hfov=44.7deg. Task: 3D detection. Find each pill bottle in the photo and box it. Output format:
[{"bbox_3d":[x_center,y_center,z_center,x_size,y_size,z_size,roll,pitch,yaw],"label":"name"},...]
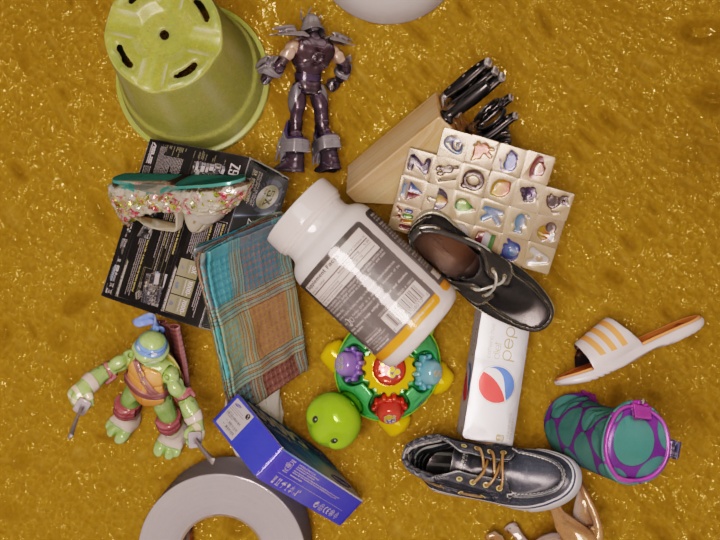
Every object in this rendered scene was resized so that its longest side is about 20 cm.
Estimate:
[{"bbox_3d":[0.000,0.000,0.966,0.200,0.116,0.116,43,87,1],"label":"pill bottle"}]

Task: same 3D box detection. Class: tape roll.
[{"bbox_3d":[-0.158,0.327,1.038,0.198,0.066,0.203,1,97,4],"label":"tape roll"}]

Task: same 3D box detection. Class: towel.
[{"bbox_3d":[-0.116,0.047,0.994,0.022,0.146,0.202,3,111,35],"label":"towel"}]

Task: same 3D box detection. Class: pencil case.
[{"bbox_3d":[0.278,0.186,1.001,0.084,0.200,0.093,23,83,-5],"label":"pencil case"}]

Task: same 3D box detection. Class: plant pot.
[{"bbox_3d":[-0.216,-0.253,1.039,0.198,0.184,0.203,0,85,0],"label":"plant pot"}]

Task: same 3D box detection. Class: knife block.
[{"bbox_3d":[0.083,-0.167,1.046,0.198,0.064,0.177,2,127,0],"label":"knife block"}]

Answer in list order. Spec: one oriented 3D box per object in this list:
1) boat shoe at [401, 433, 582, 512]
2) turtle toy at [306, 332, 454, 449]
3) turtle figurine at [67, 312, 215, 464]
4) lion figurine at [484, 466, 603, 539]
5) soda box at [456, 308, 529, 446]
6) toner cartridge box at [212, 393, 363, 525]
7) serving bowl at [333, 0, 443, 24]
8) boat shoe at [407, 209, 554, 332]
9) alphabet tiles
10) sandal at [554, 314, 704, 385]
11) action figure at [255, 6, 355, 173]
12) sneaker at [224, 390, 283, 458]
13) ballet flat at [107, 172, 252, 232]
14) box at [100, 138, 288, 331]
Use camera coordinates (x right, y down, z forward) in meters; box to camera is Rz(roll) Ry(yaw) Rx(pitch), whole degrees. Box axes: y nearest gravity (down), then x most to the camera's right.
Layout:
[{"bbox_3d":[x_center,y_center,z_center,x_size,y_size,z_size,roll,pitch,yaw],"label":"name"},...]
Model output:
[{"bbox_3d":[0.147,0.232,1.006,0.199,0.091,0.071,-6,63,32],"label":"boat shoe"},{"bbox_3d":[0.017,0.133,1.053,0.200,0.101,0.146,-44,87,-3],"label":"turtle toy"},{"bbox_3d":[-0.253,0.170,0.991,0.143,0.195,0.201,-9,59,-17],"label":"turtle figurine"},{"bbox_3d":[0.226,0.332,1.026,0.123,0.072,0.201,55,129,29],"label":"lion figurine"},{"bbox_3d":[0.166,0.108,1.072,0.063,0.068,0.202,9,85,1],"label":"soda box"},{"bbox_3d":[-0.078,0.217,0.990,0.043,0.200,0.095,-45,51,-3],"label":"toner cartridge box"},{"bbox_3d":[0.036,-0.422,1.112,0.198,0.066,0.202,0,85,0],"label":"serving bowl"},{"bbox_3d":[0.138,0.010,1.007,0.199,0.068,0.072,37,104,-3],"label":"boat shoe"},{"bbox_3d":[0.139,-0.069,1.023,0.198,0.006,0.168,16,106,5],"label":"alphabet tiles"},{"bbox_3d":[0.321,0.082,1.077,0.205,0.079,0.060,-23,85,-11],"label":"sandal"},{"bbox_3d":[-0.067,-0.223,1.082,0.129,0.069,0.202,-1,97,-24],"label":"action figure"},{"bbox_3d":[-0.131,0.141,1.064,0.076,0.081,0.202,1,87,-2],"label":"sneaker"},{"bbox_3d":[-0.196,-0.075,0.969,0.198,0.075,0.065,5,111,33],"label":"ballet flat"},{"bbox_3d":[-0.196,-0.040,1.039,0.163,0.086,0.202,13,84,31],"label":"box"}]
